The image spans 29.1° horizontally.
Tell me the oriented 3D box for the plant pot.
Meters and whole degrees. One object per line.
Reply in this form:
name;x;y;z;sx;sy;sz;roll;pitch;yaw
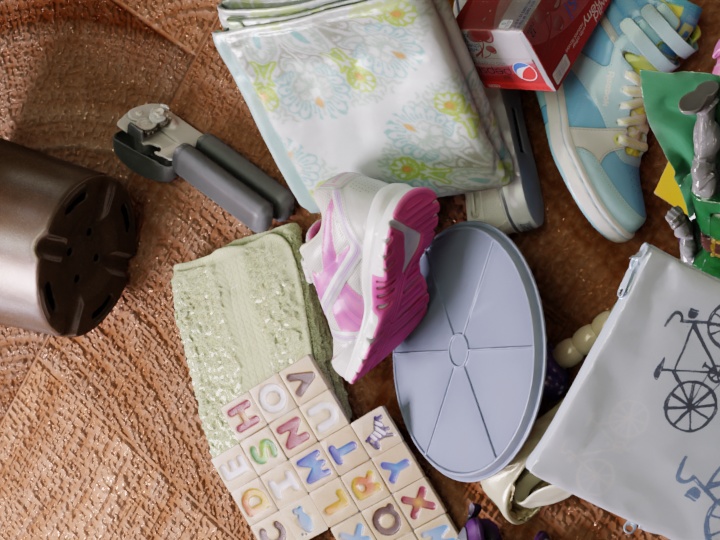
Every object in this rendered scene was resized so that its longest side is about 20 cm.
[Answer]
plant pot;-0.326;-0.034;1.266;0.198;0.200;0.200;14;93;21

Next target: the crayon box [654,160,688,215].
crayon box;0.305;-0.052;0.910;0.200;0.127;0.051;32;58;13

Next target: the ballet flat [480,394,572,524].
ballet flat;0.169;0.122;1.026;0.200;0.069;0.069;-44;67;28

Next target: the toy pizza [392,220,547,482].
toy pizza;0.088;0.062;1.069;0.200;0.032;0.200;-9;80;59

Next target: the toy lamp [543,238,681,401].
toy lamp;0.209;0.024;1.024;0.200;0.058;0.058;-37;69;25

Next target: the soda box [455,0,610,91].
soda box;0.148;-0.225;1.012;0.070;0.063;0.200;11;59;43

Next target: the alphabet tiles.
alphabet tiles;-0.029;0.177;1.145;0.167;0.008;0.200;-32;87;24

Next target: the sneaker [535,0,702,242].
sneaker;0.203;-0.130;1.024;0.131;0.080;0.200;-22;76;28

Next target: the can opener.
can opener;-0.141;-0.091;1.242;0.200;0.053;0.066;32;137;29

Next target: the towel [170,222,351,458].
towel;-0.091;0.070;1.201;0.148;0.036;0.200;-22;76;28

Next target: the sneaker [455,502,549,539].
sneaker;0.145;0.249;1.034;0.200;0.074;0.088;23;93;30

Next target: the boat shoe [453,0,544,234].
boat shoe;0.090;-0.123;1.095;0.070;0.071;0.200;-14;86;23

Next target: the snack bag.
snack bag;0.233;0.101;0.940;0.200;0.021;0.189;24;106;-4

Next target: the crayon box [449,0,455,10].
crayon box;0.001;-0.253;1.078;0.058;0.200;0.119;-27;74;25

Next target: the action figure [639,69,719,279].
action figure;0.239;-0.039;0.901;0.118;0.200;0.055;18;56;28

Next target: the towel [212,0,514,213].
towel;0.002;-0.126;1.011;0.171;0.200;0.048;-4;45;27

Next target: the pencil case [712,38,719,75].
pencil case;0.331;-0.104;0.943;0.200;0.087;0.083;23;104;27

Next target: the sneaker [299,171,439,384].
sneaker;0.000;0.000;1.065;0.088;0.081;0.200;32;135;24
